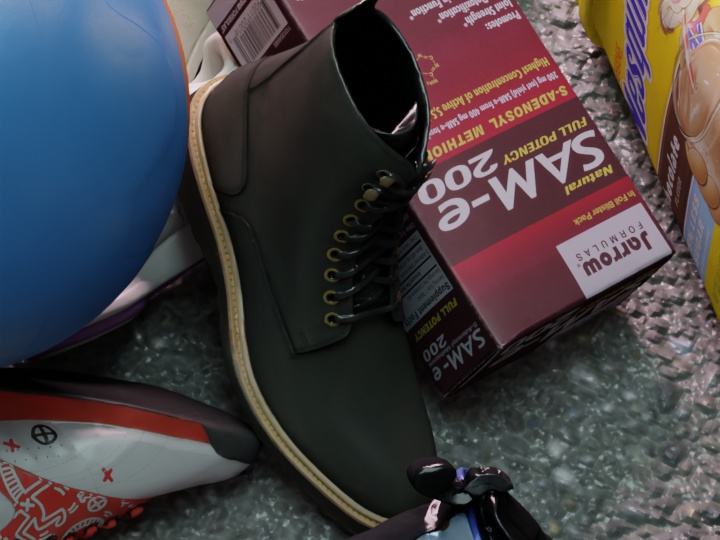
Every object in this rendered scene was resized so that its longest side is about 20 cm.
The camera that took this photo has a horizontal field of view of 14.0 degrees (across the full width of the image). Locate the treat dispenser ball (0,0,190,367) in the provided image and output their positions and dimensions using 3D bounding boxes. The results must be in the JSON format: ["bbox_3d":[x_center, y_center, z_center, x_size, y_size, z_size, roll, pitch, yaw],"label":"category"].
[{"bbox_3d":[-0.164,-0.060,1.116,0.199,0.201,0.202,1,55,-1],"label":"treat dispenser ball"}]

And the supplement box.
[{"bbox_3d":[0.034,-0.060,1.255,0.108,0.061,0.201,-27,80,-32],"label":"supplement box"}]

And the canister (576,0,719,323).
[{"bbox_3d":[0.165,-0.086,1.272,0.086,0.149,0.201,-13,59,-11],"label":"canister"}]

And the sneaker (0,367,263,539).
[{"bbox_3d":[-0.140,0.098,1.189,0.200,0.109,0.067,8,7,-33],"label":"sneaker"}]

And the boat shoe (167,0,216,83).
[{"bbox_3d":[-0.111,-0.103,1.327,0.072,0.059,0.201,44,60,-22],"label":"boat shoe"}]

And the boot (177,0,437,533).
[{"bbox_3d":[0.000,0.000,1.176,0.077,0.138,0.201,-26,88,-35],"label":"boot"}]

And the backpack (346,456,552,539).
[{"bbox_3d":[0.058,0.190,1.059,0.154,0.200,0.191,-38,56,13],"label":"backpack"}]

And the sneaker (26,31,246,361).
[{"bbox_3d":[-0.109,-0.031,1.253,0.200,0.075,0.100,-35,100,-31],"label":"sneaker"}]

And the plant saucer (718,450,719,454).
[{"bbox_3d":[0.241,0.077,1.139,0.199,0.200,0.037,13,90,7],"label":"plant saucer"}]
